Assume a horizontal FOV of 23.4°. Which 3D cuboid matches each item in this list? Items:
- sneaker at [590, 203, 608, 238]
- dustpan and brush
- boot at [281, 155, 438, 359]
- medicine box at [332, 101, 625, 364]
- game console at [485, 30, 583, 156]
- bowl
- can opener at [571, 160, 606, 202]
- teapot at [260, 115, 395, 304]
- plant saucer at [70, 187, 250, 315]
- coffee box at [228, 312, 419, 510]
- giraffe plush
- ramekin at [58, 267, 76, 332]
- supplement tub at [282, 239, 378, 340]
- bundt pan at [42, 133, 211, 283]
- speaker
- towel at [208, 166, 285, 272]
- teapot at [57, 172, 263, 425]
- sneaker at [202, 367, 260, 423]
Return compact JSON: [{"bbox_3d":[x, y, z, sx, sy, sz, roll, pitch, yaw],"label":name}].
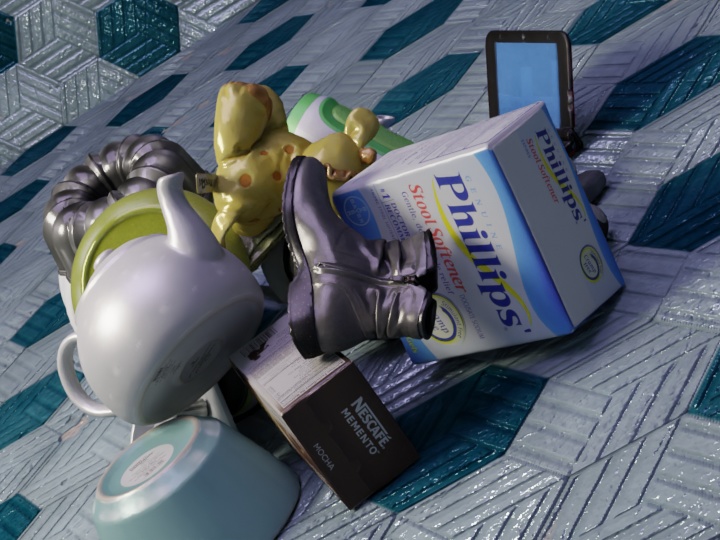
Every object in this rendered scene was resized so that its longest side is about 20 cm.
[{"bbox_3d":[0.142,-0.042,1.663,0.199,0.074,0.079,9,24,21],"label":"sneaker"},{"bbox_3d":[-0.207,0.185,1.750,0.200,0.057,0.140,-59,41,30],"label":"dustpan and brush"},{"bbox_3d":[0.004,-0.019,1.513,0.131,0.070,0.201,-12,64,13],"label":"boot"},{"bbox_3d":[0.105,-0.030,1.559,0.199,0.183,0.103,-15,16,45],"label":"medicine box"},{"bbox_3d":[0.151,-0.170,1.935,0.172,0.119,0.200,-39,19,-13],"label":"game console"},{"bbox_3d":[-0.165,0.208,1.585,0.200,0.105,0.201,-30,20,12],"label":"bowl"},{"bbox_3d":[0.162,-0.047,1.724,0.200,0.053,0.066,-44,22,-24],"label":"can opener"},{"bbox_3d":[-0.048,-0.059,1.960,0.197,0.146,0.200,-17,27,42],"label":"teapot"},{"bbox_3d":[-0.212,0.012,1.800,0.199,0.201,0.031,-32,-11,8],"label":"plant saucer"},{"bbox_3d":[-0.037,0.122,1.563,0.080,0.113,0.200,-37,20,-8],"label":"coffee box"},{"bbox_3d":[-0.058,-0.099,1.712,0.161,0.174,0.200,2,21,11],"label":"giraffe plush"},{"bbox_3d":[-0.253,0.019,2.025,0.200,0.201,0.098,-33,19,4],"label":"ramekin"},{"bbox_3d":[0.000,0.000,1.776,0.122,0.123,0.200,-37,20,-7],"label":"supplement tub"},{"bbox_3d":[-0.268,-0.078,1.917,0.201,0.076,0.202,-23,33,16],"label":"bundt pan"},{"bbox_3d":[0.016,-0.113,1.855,0.089,0.199,0.089,-55,-15,-23],"label":"speaker"},{"bbox_3d":[-0.130,-0.066,1.884,0.149,0.036,0.200,-49,32,-7],"label":"towel"},{"bbox_3d":[-0.200,0.040,1.645,0.200,0.146,0.198,-43,-18,-15],"label":"teapot"},{"bbox_3d":[-0.147,0.142,1.802,0.082,0.072,0.200,-1,-14,-36],"label":"sneaker"}]
